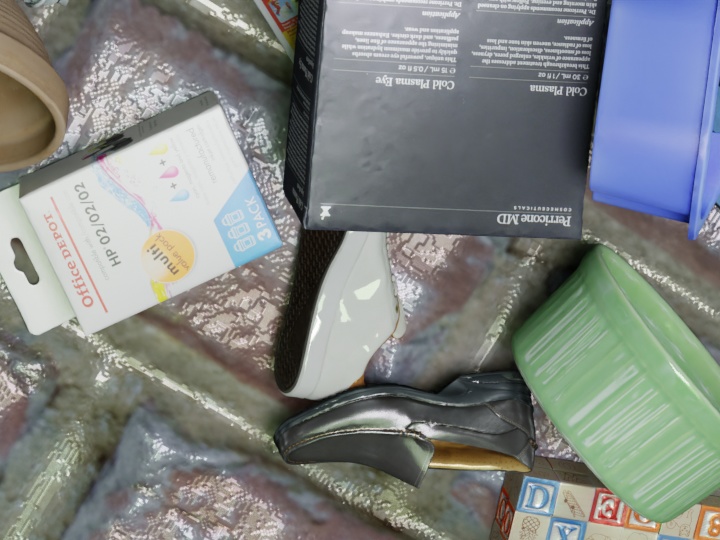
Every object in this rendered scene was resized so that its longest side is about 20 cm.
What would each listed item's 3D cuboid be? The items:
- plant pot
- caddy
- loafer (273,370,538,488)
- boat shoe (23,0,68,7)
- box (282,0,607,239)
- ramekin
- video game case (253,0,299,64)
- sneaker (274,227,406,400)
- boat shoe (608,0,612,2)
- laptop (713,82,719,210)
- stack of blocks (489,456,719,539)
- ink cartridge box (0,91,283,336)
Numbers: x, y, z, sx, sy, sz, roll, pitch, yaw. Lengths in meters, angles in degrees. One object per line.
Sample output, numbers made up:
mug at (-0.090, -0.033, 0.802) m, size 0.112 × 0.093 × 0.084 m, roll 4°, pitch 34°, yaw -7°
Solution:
plant pot at (-0.293, -0.150, 1.634) m, size 0.200 × 0.201 × 0.093 m, roll 13°, pitch 65°, yaw -11°
caddy at (0.215, -0.123, 1.601) m, size 0.104 × 0.141 × 0.201 m, roll 8°, pitch 87°, yaw 9°
loafer at (0.036, 0.125, 1.767) m, size 0.199 × 0.073 × 0.073 m, roll -9°, pitch 67°, yaw -7°
boat shoe at (-0.215, -0.218, 1.662) m, size 0.200 × 0.070 × 0.072 m, roll -14°, pitch 105°, yaw -5°
box at (0.055, -0.124, 1.632) m, size 0.199 × 0.104 × 0.183 m, roll 3°, pitch 106°, yaw -11°
ramekin at (0.200, 0.087, 1.735) m, size 0.098 × 0.200 × 0.200 m, roll -40°, pitch 106°, yaw 12°
video game case at (0.005, -0.195, 1.679) m, size 0.142 × 0.017 × 0.200 m, roll -25°, pitch 126°, yaw 11°
sneaker at (0.000, 0.000, 1.756) m, size 0.084 × 0.073 × 0.201 m, roll 9°, pitch 107°, yaw -27°
boat shoe at (0.220, -0.232, 1.693) m, size 0.200 × 0.070 × 0.072 m, roll -3°, pitch 106°, yaw 10°
laptop at (0.329, -0.117, 1.738) m, size 0.187 × 0.116 × 0.200 m, roll 41°, pitch 96°, yaw -16°
stack of blocks at (0.202, 0.217, 1.835) m, size 0.199 × 0.059 × 0.116 m, roll 10°, pitch 103°, yaw -10°
ink cartridge box at (-0.170, -0.033, 1.716) m, size 0.199 × 0.068 × 0.116 m, roll -25°, pitch 106°, yaw -1°
